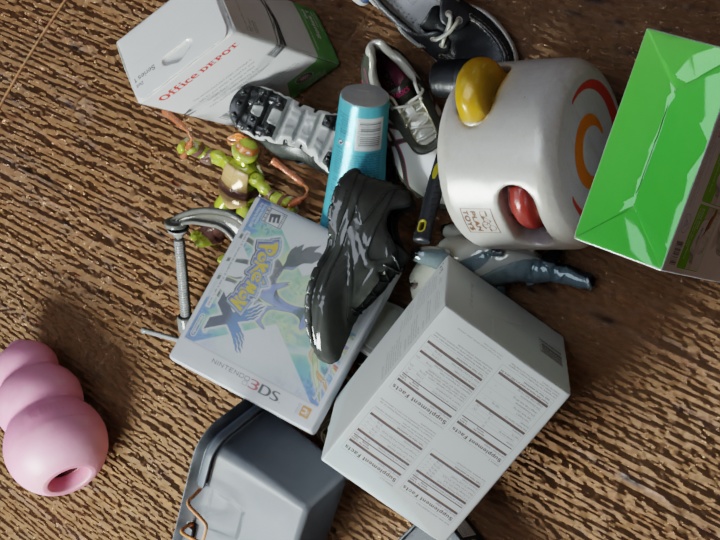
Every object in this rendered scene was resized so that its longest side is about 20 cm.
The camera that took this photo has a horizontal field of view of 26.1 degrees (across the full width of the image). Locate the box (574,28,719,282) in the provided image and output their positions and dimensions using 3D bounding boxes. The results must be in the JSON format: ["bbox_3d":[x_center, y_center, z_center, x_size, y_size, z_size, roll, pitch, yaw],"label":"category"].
[{"bbox_3d":[0.302,-0.100,1.419,0.097,0.176,0.200,22,99,31],"label":"box"}]

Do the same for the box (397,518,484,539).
[{"bbox_3d":[0.094,0.363,1.588,0.158,0.051,0.200,-48,65,21],"label":"box"}]

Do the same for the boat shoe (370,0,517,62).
[{"bbox_3d":[0.076,-0.264,1.607,0.200,0.060,0.074,44,108,7],"label":"boat shoe"}]

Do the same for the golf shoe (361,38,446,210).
[{"bbox_3d":[0.054,-0.151,1.621,0.077,0.088,0.200,-31,71,-1],"label":"golf shoe"}]

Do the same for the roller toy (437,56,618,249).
[{"bbox_3d":[0.160,-0.111,1.501,0.139,0.200,0.183,1,93,32],"label":"roller toy"}]

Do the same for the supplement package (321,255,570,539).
[{"bbox_3d":[0.084,0.124,1.523,0.151,0.152,0.200,35,108,-7],"label":"supplement package"}]

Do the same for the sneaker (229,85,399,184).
[{"bbox_3d":[-0.046,-0.142,1.705,0.200,0.091,0.067,24,87,5],"label":"sneaker"}]

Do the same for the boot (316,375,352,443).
[{"bbox_3d":[-0.021,0.161,1.662,0.200,0.075,0.074,35,106,30],"label":"boot"}]

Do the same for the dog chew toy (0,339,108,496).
[{"bbox_3d":[-0.381,0.168,1.862,0.124,0.124,0.200,-41,59,23],"label":"dog chew toy"}]

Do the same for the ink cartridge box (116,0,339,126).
[{"bbox_3d":[-0.143,-0.236,1.691,0.146,0.200,0.084,-32,69,25],"label":"ink cartridge box"}]

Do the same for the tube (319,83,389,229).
[{"bbox_3d":[-0.004,-0.097,1.633,0.077,0.050,0.200,12,124,8],"label":"tube"}]

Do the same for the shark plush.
[{"bbox_3d":[0.144,0.002,1.597,0.199,0.091,0.084,-2,109,16],"label":"shark plush"}]

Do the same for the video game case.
[{"bbox_3d":[-0.079,0.045,1.638,0.182,0.022,0.200,26,82,18],"label":"video game case"}]

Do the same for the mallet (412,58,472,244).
[{"bbox_3d":[0.077,-0.123,1.560,0.066,0.041,0.200,13,77,35],"label":"mallet"}]

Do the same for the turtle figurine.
[{"bbox_3d":[-0.146,-0.093,1.743,0.200,0.064,0.162,28,125,16],"label":"turtle figurine"}]

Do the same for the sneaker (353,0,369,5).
[{"bbox_3d":[0.003,-0.401,1.693,0.115,0.081,0.200,-31,78,22],"label":"sneaker"}]

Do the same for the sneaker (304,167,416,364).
[{"bbox_3d":[0.000,0.000,1.573,0.091,0.076,0.200,14,91,13],"label":"sneaker"}]

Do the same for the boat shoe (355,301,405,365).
[{"bbox_3d":[-0.009,0.068,1.668,0.200,0.074,0.060,20,139,16],"label":"boat shoe"}]

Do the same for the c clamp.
[{"bbox_3d":[-0.183,0.013,1.760,0.171,0.027,0.200,17,122,22],"label":"c clamp"}]

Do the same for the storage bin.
[{"bbox_3d":[-0.107,0.254,1.650,0.134,0.145,0.200,31,127,20],"label":"storage bin"}]
